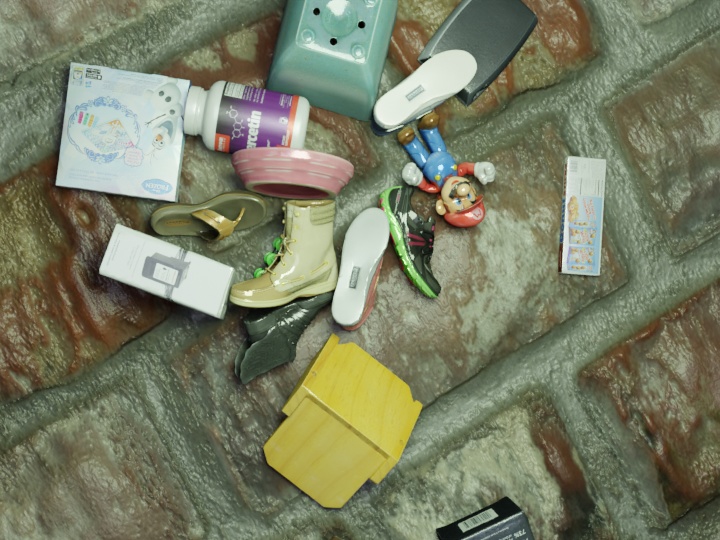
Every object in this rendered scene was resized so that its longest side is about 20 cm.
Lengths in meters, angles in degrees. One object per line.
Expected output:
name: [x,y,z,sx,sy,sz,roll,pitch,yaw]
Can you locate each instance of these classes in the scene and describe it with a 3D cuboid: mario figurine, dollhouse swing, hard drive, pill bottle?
mario figurine: [0.148,-0.167,1.473,0.123,0.106,0.202,-35,85,26]
dollhouse swing: [-0.037,0.262,1.487,0.199,0.176,0.183,36,45,-4]
hard drive: [0.207,-0.401,1.516,0.135,0.042,0.201,41,86,-4]
pill bottle: [-0.186,-0.244,1.439,0.195,0.112,0.115,10,88,-5]

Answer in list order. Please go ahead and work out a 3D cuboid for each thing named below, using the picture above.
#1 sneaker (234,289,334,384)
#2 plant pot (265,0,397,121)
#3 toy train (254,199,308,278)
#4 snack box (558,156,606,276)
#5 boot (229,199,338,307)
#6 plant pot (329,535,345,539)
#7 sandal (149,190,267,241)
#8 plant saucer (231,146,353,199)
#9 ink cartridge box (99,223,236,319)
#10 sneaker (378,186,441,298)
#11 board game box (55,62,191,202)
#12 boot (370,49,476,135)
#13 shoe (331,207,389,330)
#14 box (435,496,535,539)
sneaker: [-0.125,0.105,1.467,0.197,0.060,0.106,-22,113,-22]
plant pot: [-0.042,-0.379,1.413,0.191,0.200,0.201,14,87,-5]
toy train: [-0.126,-0.026,1.480,0.056,0.042,0.202,32,87,-15]
snack box: [0.389,-0.095,1.540,0.070,0.024,0.205,4,89,-7]
boot: [-0.123,-0.030,1.411,0.196,0.073,0.159,-12,114,-28]
plant pot: [-0.040,0.546,1.424,0.184,0.187,0.203,24,73,-5]
sandal: [-0.249,-0.079,1.443,0.195,0.081,0.055,-8,50,-2]
plant saucer: [-0.109,-0.150,1.400,0.195,0.201,0.052,6,85,-6]
ink cartridge box: [-0.300,0.005,1.407,0.196,0.145,0.085,21,85,-5]
sneaker: [0.097,-0.050,1.484,0.082,0.077,0.204,-22,92,-2]
board game box: [-0.390,-0.226,1.453,0.195,0.043,0.204,8,88,-6]
boot: [0.101,-0.300,1.483,0.197,0.090,0.074,-30,90,-8]
shoe: [0.000,0.000,1.468,0.070,0.091,0.204,15,80,7]
box: [0.233,0.511,1.475,0.145,0.104,0.204,-21,92,-6]
